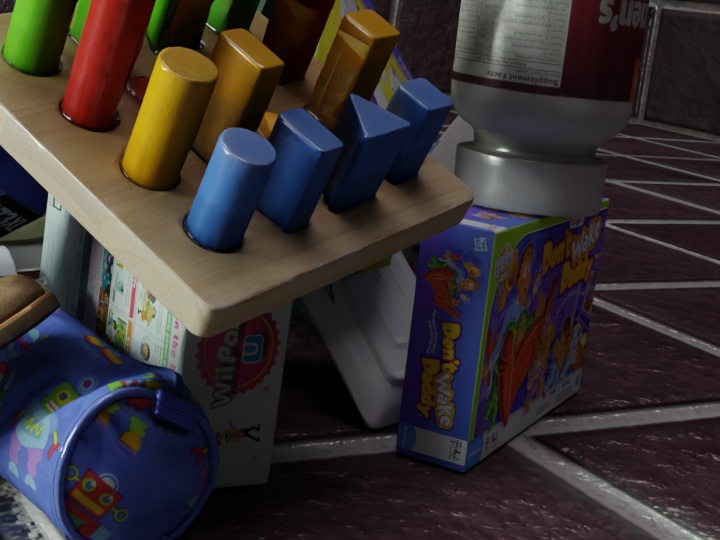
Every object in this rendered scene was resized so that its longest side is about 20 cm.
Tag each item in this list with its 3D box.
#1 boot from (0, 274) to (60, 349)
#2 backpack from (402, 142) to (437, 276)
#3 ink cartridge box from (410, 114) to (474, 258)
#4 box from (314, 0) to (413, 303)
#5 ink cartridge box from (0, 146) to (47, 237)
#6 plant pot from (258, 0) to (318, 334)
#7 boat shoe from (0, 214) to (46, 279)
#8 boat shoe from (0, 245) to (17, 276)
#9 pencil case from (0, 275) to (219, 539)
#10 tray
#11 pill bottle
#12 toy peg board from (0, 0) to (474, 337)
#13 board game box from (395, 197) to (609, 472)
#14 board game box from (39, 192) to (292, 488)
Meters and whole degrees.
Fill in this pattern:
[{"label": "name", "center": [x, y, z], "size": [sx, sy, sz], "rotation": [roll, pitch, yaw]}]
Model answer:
[{"label": "boot", "center": [-0.226, 0.024, 0.549], "size": [0.198, 0.076, 0.074], "rotation": [-15, 11, 24]}, {"label": "backpack", "center": [0.092, -0.043, 1.076], "size": [0.198, 0.128, 0.167], "rotation": [9, 16, 23]}, {"label": "ink cartridge box", "center": [0.097, -0.036, 0.888], "size": [0.067, 0.116, 0.200], "rotation": [39, -3, 23]}, {"label": "box", "center": [-0.016, -0.087, 0.742], "size": [0.048, 0.118, 0.201], "rotation": [-14, 41, 26]}, {"label": "ink cartridge box", "center": [-0.234, -0.031, 0.630], "size": [0.199, 0.037, 0.095], "rotation": [-29, -18, 4]}, {"label": "plant pot", "center": [-0.108, -0.090, 0.897], "size": [0.199, 0.198, 0.196], "rotation": [14, -11, 40]}, {"label": "boat shoe", "center": [-0.236, -0.013, 0.896], "size": [0.074, 0.069, 0.200], "rotation": [-3, 8, -1]}, {"label": "boat shoe", "center": [-0.258, 0.022, 0.759], "size": [0.070, 0.073, 0.199], "rotation": [-10, 8, -29]}, {"label": "pencil case", "center": [-0.145, 0.060, 0.585], "size": [0.078, 0.087, 0.199], "rotation": [30, -4, -40]}, {"label": "tray", "center": [0.000, 0.000, 0.776], "size": [0.107, 0.022, 0.201], "rotation": [-8, 63, -47]}, {"label": "pill bottle", "center": [0.111, -0.139, 0.716], "size": [0.108, 0.202, 0.110], "rotation": [6, 12, -1]}, {"label": "toy peg board", "center": [-0.056, -0.096, 0.564], "size": [0.199, 0.098, 0.199], "rotation": [41, 37, 20]}, {"label": "board game box", "center": [0.092, 0.027, 0.747], "size": [0.044, 0.136, 0.199], "rotation": [13, 14, 26]}, {"label": "board game box", "center": [-0.114, 0.013, 0.667], "size": [0.064, 0.149, 0.199], "rotation": [1, 14, -33]}]
